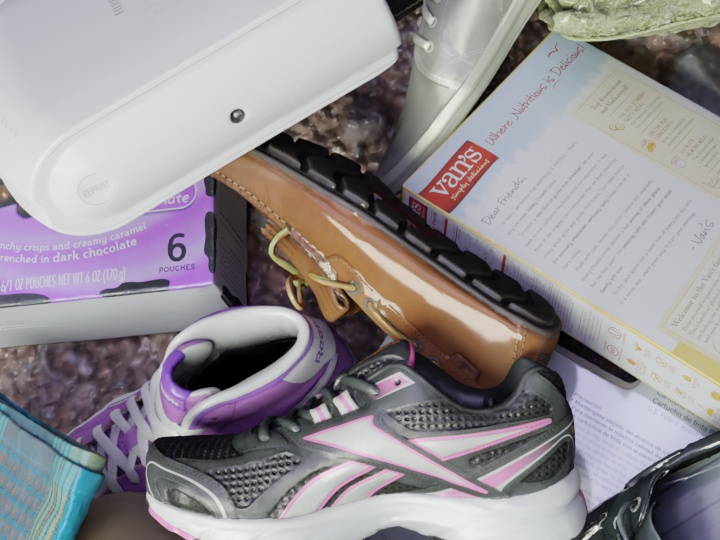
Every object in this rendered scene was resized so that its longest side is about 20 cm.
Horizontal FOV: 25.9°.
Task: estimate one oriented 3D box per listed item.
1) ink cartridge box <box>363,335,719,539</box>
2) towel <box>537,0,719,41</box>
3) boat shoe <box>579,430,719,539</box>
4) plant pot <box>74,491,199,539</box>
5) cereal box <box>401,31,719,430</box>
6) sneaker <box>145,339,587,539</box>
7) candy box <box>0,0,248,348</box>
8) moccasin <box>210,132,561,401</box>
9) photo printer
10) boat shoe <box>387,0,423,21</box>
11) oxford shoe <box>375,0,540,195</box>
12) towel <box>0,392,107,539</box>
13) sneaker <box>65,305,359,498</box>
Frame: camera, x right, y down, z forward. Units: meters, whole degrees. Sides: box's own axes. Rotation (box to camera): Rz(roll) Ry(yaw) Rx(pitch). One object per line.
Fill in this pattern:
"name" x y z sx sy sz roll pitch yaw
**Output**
"ink cartridge box" 0.079 0.107 0.769 0.198 0.041 0.201 30 79 20
"towel" 0.187 -0.151 0.790 0.197 0.149 0.037 -12 105 8
"boat shoe" 0.144 0.116 0.687 0.198 0.066 0.075 -28 66 8
"plant pot" -0.080 0.195 0.710 0.200 0.200 0.173 -48 52 -6
"cereal box" 0.138 -0.026 0.779 0.199 0.040 0.144 33 60 22
"sneaker" 0.003 0.073 0.704 0.197 0.080 0.088 -2 101 -3
"candy box" -0.149 -0.067 0.864 0.165 0.072 0.203 -6 70 11
"moccasin" 0.000 0.000 0.759 0.200 0.074 0.078 35 108 7
"photo printer" -0.096 -0.110 0.764 0.198 0.070 0.167 -30 40 -1
"boat shoe" 0.079 -0.196 0.857 0.199 0.072 0.068 -35 63 -3
"oxford shoe" 0.054 -0.132 0.817 0.057 0.075 0.201 28 105 -8
"towel" -0.197 0.156 0.721 0.146 0.022 0.202 15 75 52
"sneaker" -0.103 0.074 0.783 0.199 0.114 0.073 -32 68 5
